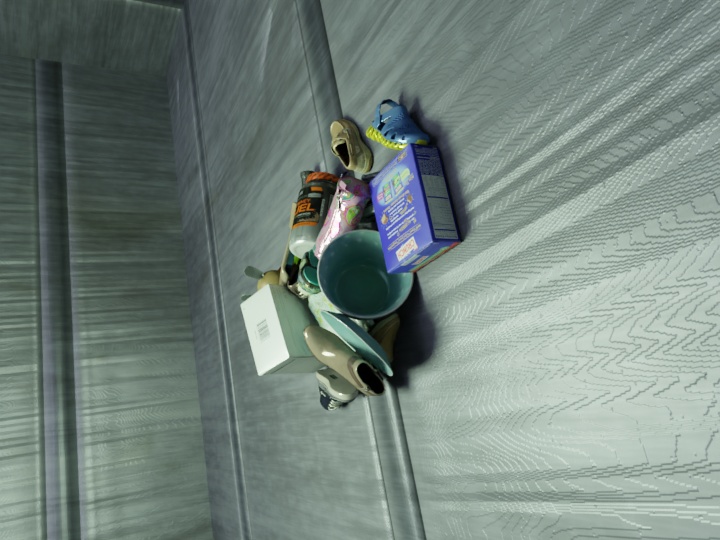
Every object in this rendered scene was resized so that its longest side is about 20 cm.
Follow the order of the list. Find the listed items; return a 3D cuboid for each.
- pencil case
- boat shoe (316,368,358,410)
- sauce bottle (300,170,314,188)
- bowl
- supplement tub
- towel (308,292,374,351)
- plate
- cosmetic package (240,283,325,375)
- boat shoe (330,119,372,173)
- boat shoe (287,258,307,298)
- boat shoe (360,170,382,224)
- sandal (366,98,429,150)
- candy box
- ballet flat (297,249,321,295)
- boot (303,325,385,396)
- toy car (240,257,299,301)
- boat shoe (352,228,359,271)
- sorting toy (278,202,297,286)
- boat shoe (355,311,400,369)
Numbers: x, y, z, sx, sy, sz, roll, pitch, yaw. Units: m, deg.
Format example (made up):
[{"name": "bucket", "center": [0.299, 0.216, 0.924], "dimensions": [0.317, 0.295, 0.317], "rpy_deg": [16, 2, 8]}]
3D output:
[{"name": "pencil case", "center": [-0.041, -0.108, 1.220], "dimensions": [0.088, 0.087, 0.201], "rpy_deg": [59, 137, 42]}, {"name": "boat shoe", "center": [-0.057, 0.321, 1.430], "dimensions": [0.200, 0.074, 0.094], "rpy_deg": [-160, 64, -68]}, {"name": "sauce bottle", "center": [-0.138, -0.173, 1.546], "dimensions": [0.066, 0.065, 0.203], "rpy_deg": [-10, 81, 61]}, {"name": "bowl", "center": [0.006, 0.025, 1.189], "dimensions": [0.105, 0.198, 0.203], "rpy_deg": [103, 153, -64]}, {"name": "supplement tub", "center": [-0.103, -0.133, 1.389], "dimensions": [0.122, 0.121, 0.202], "rpy_deg": [-32, 45, 58]}, {"name": "towel", "center": [-0.051, 0.108, 1.352], "dimensions": [0.201, 0.048, 0.172], "rpy_deg": [55, 145, 16]}, {"name": "plate", "center": [-0.003, 0.141, 1.150], "dimensions": [0.026, 0.200, 0.200], "rpy_deg": [-48, 27, -14]}, {"name": "cosmetic package", "center": [-0.180, 0.157, 1.465], "dimensions": [0.122, 0.199, 0.201], "rpy_deg": [-33, 65, 29]}, {"name": "boat shoe", "center": [-0.037, -0.307, 1.348], "dimensions": [0.201, 0.064, 0.072], "rpy_deg": [58, 139, 42]}, {"name": "boat shoe", "center": [-0.125, -0.029, 1.446], "dimensions": [0.071, 0.059, 0.202], "rpy_deg": [16, 73, 39]}, {"name": "boat shoe", "center": [0.008, -0.161, 1.278], "dimensions": [0.199, 0.070, 0.092], "rpy_deg": [-14, 79, 54]}, {"name": "sandal", "center": [0.075, -0.293, 1.135], "dimensions": [0.200, 0.079, 0.088], "rpy_deg": [42, 123, 51]}, {"name": "candy box", "center": [0.101, -0.116, 1.094], "dimensions": [0.169, 0.076, 0.203], "rpy_deg": [-35, 60, 56]}, {"name": "ballet flat", "center": [-0.111, 0.019, 1.253], "dimensions": [0.200, 0.073, 0.075], "rpy_deg": [-90, 9, -69]}, {"name": "boot", "center": [-0.028, 0.194, 1.204], "dimensions": [0.071, 0.200, 0.146], "rpy_deg": [-52, 18, -12]}, {"name": "toy car", "center": [-0.249, 0.038, 1.621], "dimensions": [0.158, 0.198, 0.166], "rpy_deg": [39, 125, 54]}, {"name": "boat shoe", "center": [0.000, 0.000, 1.302], "dimensions": [0.069, 0.074, 0.202], "rpy_deg": [113, 149, -57]}, {"name": "sorting toy", "center": [-0.183, -0.055, 1.484], "dimensions": [0.185, 0.036, 0.203], "rpy_deg": [120, 159, -70]}, {"name": "boat shoe", "center": [0.050, 0.167, 1.231], "dimensions": [0.077, 0.071, 0.201], "rpy_deg": [55, 147, 22]}]
